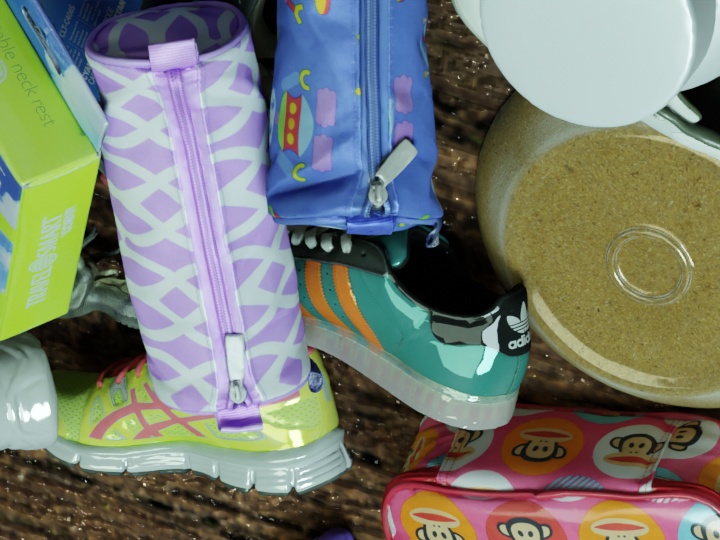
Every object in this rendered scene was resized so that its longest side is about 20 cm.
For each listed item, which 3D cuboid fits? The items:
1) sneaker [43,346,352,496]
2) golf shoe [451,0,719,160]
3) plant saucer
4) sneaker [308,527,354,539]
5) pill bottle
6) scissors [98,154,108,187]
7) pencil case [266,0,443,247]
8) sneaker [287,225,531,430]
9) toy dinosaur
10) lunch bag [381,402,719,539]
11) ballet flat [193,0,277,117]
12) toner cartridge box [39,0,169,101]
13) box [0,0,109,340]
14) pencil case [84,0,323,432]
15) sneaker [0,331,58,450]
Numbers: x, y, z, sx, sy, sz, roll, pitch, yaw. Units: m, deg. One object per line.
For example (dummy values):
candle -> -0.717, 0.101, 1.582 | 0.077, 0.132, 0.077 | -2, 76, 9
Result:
sneaker -> -0.096, 0.062, 1.207 | 0.199, 0.078, 0.091 | 3, 110, 24
golf shoe -> 0.125, -0.097, 0.942 | 0.199, 0.097, 0.079 | 26, 99, 11
plant saucer -> 0.141, -0.010, 1.044 | 0.199, 0.035, 0.201 | 14, 127, 20
sneaker -> 0.034, 0.225, 1.237 | 0.200, 0.081, 0.083 | 41, 125, -1
pill bottle -> 0.120, -0.137, 0.859 | 0.112, 0.200, 0.113 | 14, 127, 20
scissors -> -0.136, -0.057, 1.114 | 0.200, 0.014, 0.073 | 46, 176, 25
pencil case -> 0.000, -0.110, 0.980 | 0.078, 0.087, 0.201 | -2, 101, -17
sneaker -> 0.000, 0.000, 1.105 | 0.199, 0.071, 0.080 | 26, 121, 21
toy dinosaur -> -0.188, -0.015, 1.195 | 0.199, 0.047, 0.089 | 2, 89, 7
lunch bag -> 0.120, 0.157, 1.144 | 0.199, 0.082, 0.177 | 1, 126, 26
ballet flat -> -0.058, -0.103, 1.072 | 0.068, 0.068, 0.201 | 22, 130, 3
toner cartridge box -> -0.123, -0.185, 1.065 | 0.095, 0.043, 0.200 | 34, 131, 7
box -> -0.178, -0.060, 1.077 | 0.122, 0.048, 0.200 | 58, 156, 16
pencil case -> -0.075, -0.025, 1.033 | 0.083, 0.086, 0.201 | -9, 115, 4
sneaker -> -0.246, 0.059, 1.228 | 0.200, 0.099, 0.078 | 7, 106, 59
